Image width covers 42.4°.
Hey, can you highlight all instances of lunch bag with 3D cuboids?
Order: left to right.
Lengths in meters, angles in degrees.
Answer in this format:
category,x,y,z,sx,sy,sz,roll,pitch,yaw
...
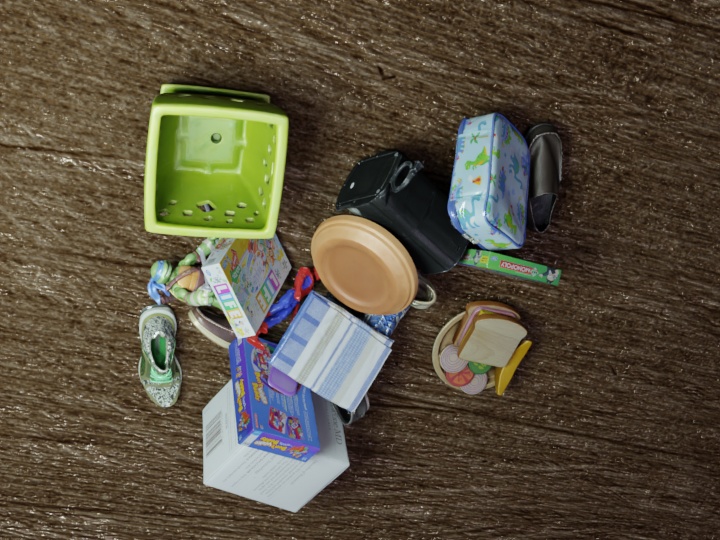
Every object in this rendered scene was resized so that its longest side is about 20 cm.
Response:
category,x,y,z,sx,sy,sz,roll,pitch,yaw
lunch bag,0.214,-0.138,1.503,0.082,0.202,0.160,-5,159,35

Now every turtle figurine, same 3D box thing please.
category,x,y,z,sx,sy,sz,roll,pitch,yaw
turtle figurine,-0.229,0.005,1.517,0.193,0.144,0.201,27,101,-33

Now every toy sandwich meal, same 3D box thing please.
category,x,y,z,sx,sy,sz,roll,pitch,yaw
toy sandwich meal,0.231,0.152,1.734,0.203,0.070,0.207,-5,118,-9

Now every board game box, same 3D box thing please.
category,x,y,z,sx,sy,sz,roll,pitch,yaw
board game box,-0.179,-0.005,1.490,0.034,0.200,0.135,-12,118,22
board game box,-0.145,0.209,1.543,0.134,0.201,0.045,24,126,-33
board game box,0.234,-0.010,1.581,0.134,0.200,0.029,12,91,-17

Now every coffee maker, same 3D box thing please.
category,x,y,z,sx,sy,sz,roll,pitch,yaw
coffee maker,0.086,-0.088,1.512,0.200,0.192,0.135,38,88,-28

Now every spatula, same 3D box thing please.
category,x,y,z,sx,sy,sz,roll,pitch,yaw
spatula,-0.111,0.130,1.591,0.056,0.201,0.021,34,139,-18

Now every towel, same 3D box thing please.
category,x,y,z,sx,sy,sz,roll,pitch,yaw
towel,-0.047,0.139,1.572,0.200,0.024,0.147,34,84,-31

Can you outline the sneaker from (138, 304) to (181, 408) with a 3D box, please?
category,x,y,z,sx,sy,sz,roll,pitch,yaw
sneaker,-0.350,0.164,1.607,0.076,0.089,0.201,-6,118,-9

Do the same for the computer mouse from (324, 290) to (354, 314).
category,x,y,z,sx,sy,sz,roll,pitch,yaw
computer mouse,-0.062,0.088,1.666,0.058,0.034,0.200,34,113,-9

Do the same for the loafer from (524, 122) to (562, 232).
category,x,y,z,sx,sy,sz,roll,pitch,yaw
loafer,0.318,-0.154,1.594,0.072,0.071,0.201,-8,118,-8

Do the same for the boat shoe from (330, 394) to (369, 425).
category,x,y,z,sx,sy,sz,roll,pitch,yaw
boat shoe,-0.042,0.180,1.640,0.067,0.057,0.201,-12,108,37

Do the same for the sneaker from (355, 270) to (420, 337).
category,x,y,z,sx,sy,sz,roll,pitch,yaw
sneaker,0.046,0.082,1.656,0.075,0.077,0.201,29,106,-22

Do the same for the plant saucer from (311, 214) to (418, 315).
category,x,y,z,sx,sy,sz,roll,pitch,yaw
plant saucer,0.000,0.000,1.532,0.199,0.037,0.201,20,136,21

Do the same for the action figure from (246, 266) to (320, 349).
category,x,y,z,sx,sy,sz,roll,pitch,yaw
action figure,-0.117,0.053,1.558,0.051,0.200,0.066,23,134,15

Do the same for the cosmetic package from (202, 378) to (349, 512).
category,x,y,z,sx,sy,sz,roll,pitch,yaw
cosmetic package,-0.154,0.295,1.642,0.199,0.168,0.166,25,123,-31

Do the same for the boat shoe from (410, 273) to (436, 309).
category,x,y,z,sx,sy,sz,roll,pitch,yaw
boat shoe,0.043,0.003,1.589,0.199,0.065,0.072,31,87,-1

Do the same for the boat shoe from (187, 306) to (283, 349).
category,x,y,z,sx,sy,sz,roll,pitch,yaw
boat shoe,-0.206,0.102,1.621,0.199,0.072,0.072,31,100,-28

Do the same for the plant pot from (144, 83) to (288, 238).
category,x,y,z,sx,sy,sz,roll,pitch,yaw
plant pot,-0.223,-0.176,1.405,0.198,0.182,0.200,4,116,-13
